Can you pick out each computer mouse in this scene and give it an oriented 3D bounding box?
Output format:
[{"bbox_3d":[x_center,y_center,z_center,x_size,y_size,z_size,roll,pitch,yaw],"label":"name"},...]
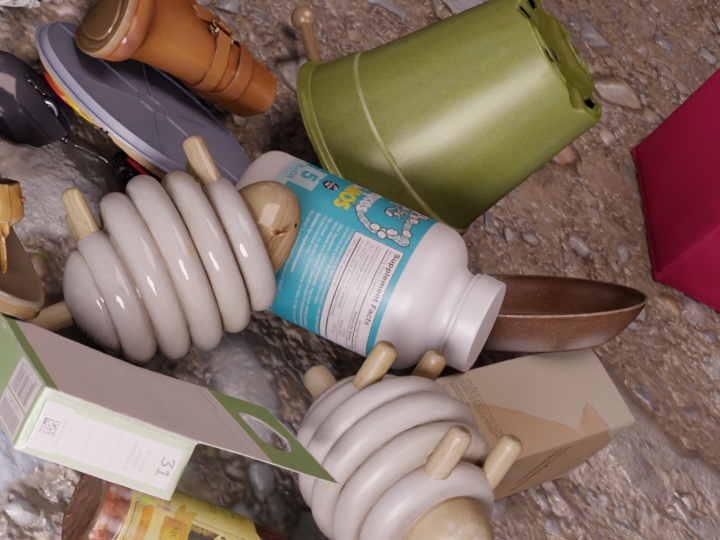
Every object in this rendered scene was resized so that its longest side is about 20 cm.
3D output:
[{"bbox_3d":[-0.204,-0.099,1.285,0.200,0.034,0.059,33,36,-17],"label":"computer mouse"}]

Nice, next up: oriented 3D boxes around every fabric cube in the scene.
[{"bbox_3d":[0.410,-0.079,1.730,0.200,0.199,0.196,26,40,-25],"label":"fabric cube"}]

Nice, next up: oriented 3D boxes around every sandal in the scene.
[{"bbox_3d":[-0.249,-0.049,1.154,0.080,0.054,0.200,17,35,-37],"label":"sandal"}]

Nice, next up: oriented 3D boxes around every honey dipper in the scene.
[{"bbox_3d":[-0.033,-0.150,1.503,0.038,0.038,0.200,15,44,-35],"label":"honey dipper"}]

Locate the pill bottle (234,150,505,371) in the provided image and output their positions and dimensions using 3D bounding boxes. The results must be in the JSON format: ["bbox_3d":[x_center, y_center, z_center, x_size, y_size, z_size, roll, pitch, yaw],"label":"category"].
[{"bbox_3d":[0.000,0.000,1.270,0.200,0.111,0.111,25,34,11],"label":"pill bottle"}]

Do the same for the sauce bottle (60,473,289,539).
[{"bbox_3d":[-0.085,0.179,1.097,0.200,0.066,0.066,23,41,-24],"label":"sauce bottle"}]

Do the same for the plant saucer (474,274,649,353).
[{"bbox_3d":[0.125,0.034,1.389,0.200,0.200,0.037,-11,104,-49],"label":"plant saucer"}]

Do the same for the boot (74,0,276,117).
[{"bbox_3d":[-0.136,-0.163,1.349,0.155,0.077,0.200,39,7,-16],"label":"boot"}]

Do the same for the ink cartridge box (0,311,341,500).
[{"bbox_3d":[-0.128,0.096,1.092,0.200,0.048,0.146,24,5,-27],"label":"ink cartridge box"}]

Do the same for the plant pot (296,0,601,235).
[{"bbox_3d":[0.082,-0.128,1.414,0.200,0.190,0.200,48,24,-29],"label":"plant pot"}]

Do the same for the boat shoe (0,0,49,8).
[{"bbox_3d":[-0.252,-0.233,1.336,0.067,0.074,0.200,44,35,2],"label":"boat shoe"}]

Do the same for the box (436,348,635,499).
[{"bbox_3d":[0.105,0.120,1.322,0.200,0.095,0.078,-10,63,-48],"label":"box"}]

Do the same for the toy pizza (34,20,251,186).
[{"bbox_3d":[-0.162,-0.112,1.312,0.200,0.032,0.200,37,15,-12],"label":"toy pizza"}]

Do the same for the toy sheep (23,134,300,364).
[{"bbox_3d":[-0.131,-0.005,1.179,0.200,0.138,0.138,-25,68,-8],"label":"toy sheep"}]

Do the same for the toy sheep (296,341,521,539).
[{"bbox_3d":[0.022,0.127,1.172,0.138,0.138,0.200,10,29,-39],"label":"toy sheep"}]
